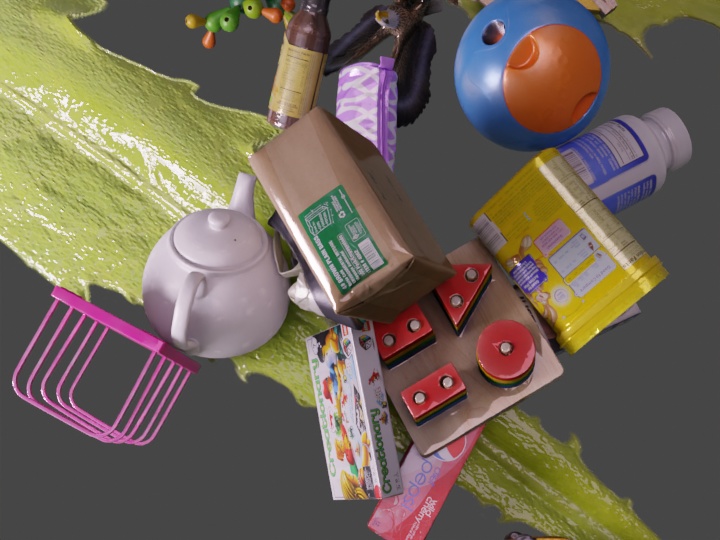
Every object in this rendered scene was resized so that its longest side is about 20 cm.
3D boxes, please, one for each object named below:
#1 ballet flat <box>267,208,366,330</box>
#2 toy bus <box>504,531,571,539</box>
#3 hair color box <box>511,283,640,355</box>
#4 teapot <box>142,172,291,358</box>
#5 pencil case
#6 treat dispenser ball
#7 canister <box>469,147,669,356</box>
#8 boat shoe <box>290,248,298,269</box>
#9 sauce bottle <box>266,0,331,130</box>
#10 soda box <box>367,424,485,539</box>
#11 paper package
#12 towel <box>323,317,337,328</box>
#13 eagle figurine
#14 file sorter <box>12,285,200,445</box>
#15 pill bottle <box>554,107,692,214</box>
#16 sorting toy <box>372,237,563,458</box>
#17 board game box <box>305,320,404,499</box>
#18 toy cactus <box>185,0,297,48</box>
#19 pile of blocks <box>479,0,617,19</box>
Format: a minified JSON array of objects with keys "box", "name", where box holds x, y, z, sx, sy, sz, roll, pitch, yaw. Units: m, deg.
[{"box":[-0.058,0.000,0.995,0.072,0.073,0.202,-23,59,-7],"name":"ballet flat"},{"box":[0.156,0.356,1.015,0.196,0.065,0.080,-9,77,-4],"name":"toy bus"},{"box":[0.241,0.055,1.099,0.197,0.061,0.101,-24,76,-7],"name":"hair color box"},{"box":[-0.171,-0.003,1.031,0.195,0.148,0.200,-19,48,-29],"name":"teapot"},{"box":[0.009,-0.158,1.090,0.083,0.085,0.204,2,82,-26],"name":"pencil case"},{"box":[0.219,-0.256,1.111,0.197,0.201,0.205,0,75,-1],"name":"treat dispenser ball"},{"box":[0.241,-0.025,1.023,0.148,0.086,0.201,-44,77,23],"name":"canister"},{"box":[-0.070,-0.088,1.094,0.070,0.072,0.203,-8,59,0],"name":"boat shoe"},{"box":[-0.074,-0.287,1.141,0.064,0.065,0.203,17,105,4],"name":"sauce bottle"},{"box":[0.084,0.238,1.047,0.069,0.064,0.202,29,76,7],"name":"soda box"},{"box":[-0.005,-0.055,0.941,0.103,0.190,0.202,-35,74,14],"name":"paper package"},{"box":[0.000,0.000,1.124,0.147,0.037,0.202,-26,77,-7],"name":"towel"},{"box":[0.043,-0.319,1.181,0.202,0.149,0.152,-62,38,18],"name":"eagle figurine"},{"box":[-0.293,0.123,1.005,0.137,0.200,0.127,26,79,6],"name":"file sorter"},{"box":[0.324,-0.132,1.124,0.198,0.112,0.113,-27,77,-8],"name":"pill bottle"},{"box":[0.108,0.080,1.026,0.197,0.070,0.202,-29,67,-2],"name":"sorting toy"},{"box":[-0.010,0.166,1.023,0.034,0.126,0.204,-5,79,-29],"name":"board game box"},{"box":[-0.155,-0.383,1.210,0.196,0.103,0.167,13,56,5],"name":"toy cactus"},{"box":[0.258,-0.374,1.220,0.196,0.062,0.084,13,94,7],"name":"pile of blocks"}]
